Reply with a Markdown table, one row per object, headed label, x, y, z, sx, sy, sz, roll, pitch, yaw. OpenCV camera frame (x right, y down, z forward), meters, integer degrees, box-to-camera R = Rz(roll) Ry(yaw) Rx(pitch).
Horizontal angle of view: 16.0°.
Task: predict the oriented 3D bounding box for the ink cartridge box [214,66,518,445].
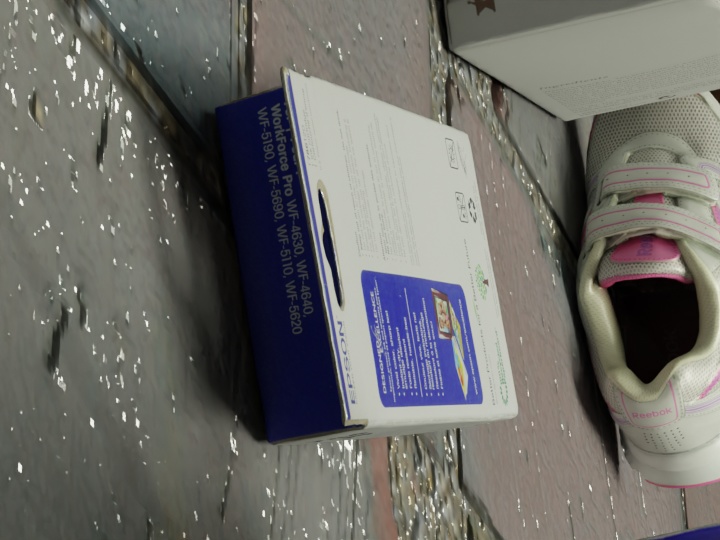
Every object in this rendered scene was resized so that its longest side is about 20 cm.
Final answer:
| label | x | y | z | sx | sy | sz | roll | pitch | yaw |
| --- | --- | --- | --- | --- | --- | --- | --- | --- | --- |
| ink cartridge box | 0.000 | 0.000 | 0.760 | 0.200 | 0.039 | 0.100 | 13 | 67 | -74 |

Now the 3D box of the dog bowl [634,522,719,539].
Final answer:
| label | x | y | z | sx | sy | sz | roll | pitch | yaw |
| --- | --- | --- | --- | --- | --- | --- | --- | --- | --- |
| dog bowl | 0.060 | 0.105 | 0.604 | 0.200 | 0.200 | 0.079 | 12 | 65 | -72 |

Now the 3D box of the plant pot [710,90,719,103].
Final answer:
| label | x | y | z | sx | sy | sz | roll | pitch | yaw |
| --- | --- | --- | --- | --- | --- | --- | --- | --- | --- |
| plant pot | 0.317 | -0.049 | 1.575 | 0.200 | 0.198 | 0.201 | -12 | 90 | -73 |

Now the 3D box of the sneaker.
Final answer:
| label | x | y | z | sx | sy | sz | roll | pitch | yaw |
| --- | --- | --- | --- | --- | --- | --- | --- | --- | --- |
| sneaker | 0.139 | -0.009 | 1.154 | 0.088 | 0.081 | 0.200 | 50 | 32 | -62 |

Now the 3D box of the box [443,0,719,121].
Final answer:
| label | x | y | z | sx | sy | sz | roll | pitch | yaw |
| --- | --- | --- | --- | --- | --- | --- | --- | --- | --- |
| box | 0.101 | -0.158 | 1.082 | 0.200 | 0.106 | 0.153 | 14 | 66 | -72 |
